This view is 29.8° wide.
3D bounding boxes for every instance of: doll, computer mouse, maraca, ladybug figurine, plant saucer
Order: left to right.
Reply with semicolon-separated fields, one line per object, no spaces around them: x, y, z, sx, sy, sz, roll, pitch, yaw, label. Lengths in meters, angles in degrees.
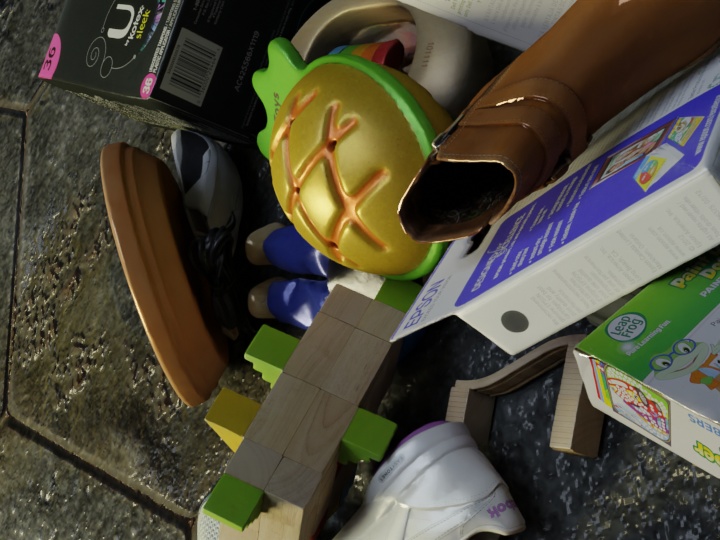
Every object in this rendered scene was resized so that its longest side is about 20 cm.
-0.137;-0.001;0.987;0.037;0.200;0.200;-19;53;0;plant saucer
-0.109;-0.044;1.034;0.044;0.110;0.200;-18;44;1;computer mouse
-0.009;-0.070;0.829;0.200;0.107;0.137;32;131;46;maraca
0.000;0.000;0.909;0.200;0.048;0.137;5;99;46;doll
0.017;-0.129;0.931;0.200;0.072;0.136;9;82;49;ladybug figurine

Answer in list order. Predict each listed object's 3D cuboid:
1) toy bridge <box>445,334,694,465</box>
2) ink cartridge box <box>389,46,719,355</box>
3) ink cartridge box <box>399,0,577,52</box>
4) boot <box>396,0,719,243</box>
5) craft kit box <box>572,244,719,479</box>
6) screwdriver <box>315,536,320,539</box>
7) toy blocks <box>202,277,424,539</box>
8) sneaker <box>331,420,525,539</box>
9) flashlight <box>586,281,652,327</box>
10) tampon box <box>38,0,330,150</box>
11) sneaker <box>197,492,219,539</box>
0.125;0.071;0.762;0.200;0.027;0.067;0;74;48;toy bridge
0.128;-0.040;0.711;0.200;0.043;0.198;-30;15;37;ink cartridge box
0.085;-0.208;0.748;0.148;0.200;0.076;110;-178;-50;ink cartridge box
0.105;-0.096;0.677;0.200;0.077;0.155;-33;7;48;boot
0.228;0.024;0.571;0.200;0.049;0.197;-36;39;-18;craft kit box
-0.050;0.141;0.922;0.028;0.029;0.200;-30;50;18;screwdriver
-0.031;0.110;0.838;0.137;0.100;0.200;101;-164;-52;toy blocks
0.021;0.186;0.795;0.100;0.075;0.200;47;119;28;sneaker
0.198;0.040;0.668;0.200;0.068;0.068;30;139;53;flashlight
-0.144;-0.194;1.096;0.200;0.126;0.150;17;87;50;tampon box
-0.079;0.223;0.882;0.078;0.086;0.200;-45;46;25;sneaker
